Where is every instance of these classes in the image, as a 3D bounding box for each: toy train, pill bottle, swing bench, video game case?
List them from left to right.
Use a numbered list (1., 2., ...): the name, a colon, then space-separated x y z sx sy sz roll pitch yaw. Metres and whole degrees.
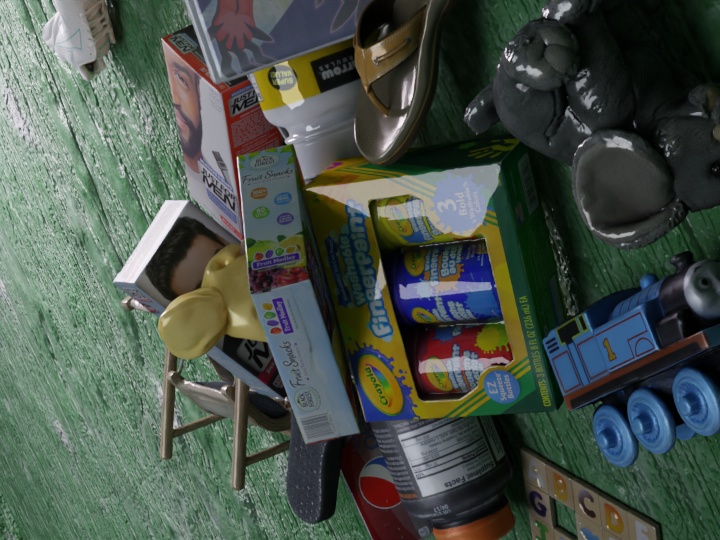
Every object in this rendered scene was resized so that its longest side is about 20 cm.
1. swing bench: -0.148 0.110 1.674 0.198 0.129 0.202 9 115 59
2. video game case: -0.059 -0.265 1.158 0.023 0.180 0.202 -90 -19 -77
3. pill bottle: -0.041 -0.187 1.245 0.114 0.114 0.202 -3 110 61
4. pill bottle: 0.067 0.142 1.328 0.106 0.105 0.202 -11 102 62
5. toy train: 0.206 0.060 1.038 0.115 0.086 0.200 67 154 9

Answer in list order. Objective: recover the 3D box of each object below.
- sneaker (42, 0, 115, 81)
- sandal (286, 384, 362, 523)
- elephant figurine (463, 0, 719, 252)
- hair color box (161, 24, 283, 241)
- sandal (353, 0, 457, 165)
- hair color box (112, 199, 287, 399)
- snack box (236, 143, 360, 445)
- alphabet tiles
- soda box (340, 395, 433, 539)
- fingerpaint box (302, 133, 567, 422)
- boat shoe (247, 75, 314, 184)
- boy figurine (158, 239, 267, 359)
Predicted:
1. sneaker: -0.302 -0.284 1.699 0.080 0.070 0.200 50 157 9
2. sandal: -0.031 0.140 1.422 0.076 0.043 0.202 39 129 39
3. elephant figurine: 0.180 -0.083 0.935 0.200 0.141 0.155 46 180 4
4. hair color box: -0.127 -0.130 1.483 0.111 0.064 0.201 43 150 38
5. sandal: 0.027 -0.177 1.123 0.080 0.053 0.202 49 128 49
6. hair color box: -0.133 0.029 1.505 0.200 0.100 0.060 39 163 -25
7. snack box: -0.048 0.022 1.216 0.201 0.052 0.143 75 -177 -49
8. alphabet tiles: 0.207 0.255 1.277 0.199 0.007 0.169 27 134 51
9. soda box: 0.008 0.170 1.480 0.063 0.069 0.202 30 -144 -89
10. fingerpaint box: 0.063 0.010 1.177 0.165 0.073 0.202 -5 110 27
11. boat shoe: -0.051 -0.128 1.365 0.074 0.064 0.204 -14 99 63
12. boy figurine: -0.096 0.026 1.427 0.124 0.199 0.065 47 148 24
